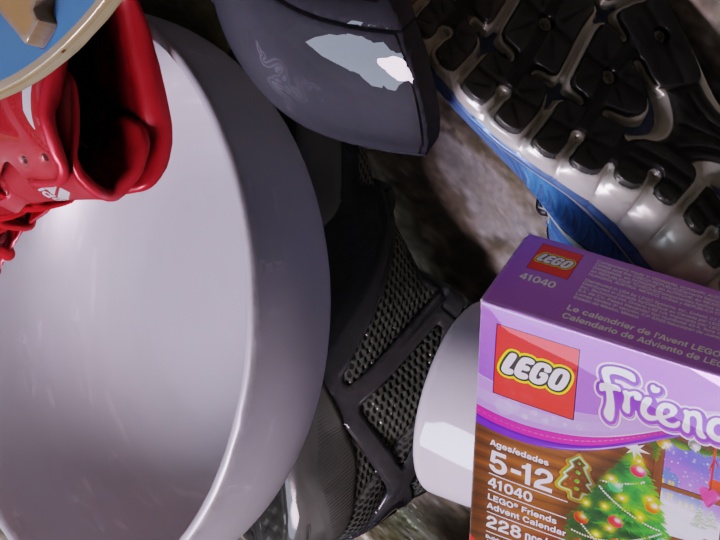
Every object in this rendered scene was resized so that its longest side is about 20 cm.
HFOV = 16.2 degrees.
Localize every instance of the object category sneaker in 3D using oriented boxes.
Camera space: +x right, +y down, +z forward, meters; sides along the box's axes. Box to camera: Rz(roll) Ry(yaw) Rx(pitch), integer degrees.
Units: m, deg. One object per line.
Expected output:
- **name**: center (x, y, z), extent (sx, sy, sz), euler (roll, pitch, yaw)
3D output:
- **sneaker**: center (0.000, 0.000, 0.949), extent (0.076, 0.114, 0.201), euler (14, 114, 51)
- **sneaker**: center (-0.129, -0.026, 0.840), extent (0.116, 0.078, 0.201), euler (44, 125, 44)
- **sneaker**: center (0.071, -0.033, 0.775), extent (0.200, 0.079, 0.089), euler (46, 154, -4)

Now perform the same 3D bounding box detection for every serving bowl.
- **serving bowl**: center (-0.070, 0.010, 0.878), extent (0.200, 0.066, 0.201), euler (0, 90, 51)

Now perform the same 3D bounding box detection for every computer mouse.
- **computer mouse**: center (-0.029, -0.084, 0.793), extent (0.141, 0.046, 0.200), euler (80, 166, -50)

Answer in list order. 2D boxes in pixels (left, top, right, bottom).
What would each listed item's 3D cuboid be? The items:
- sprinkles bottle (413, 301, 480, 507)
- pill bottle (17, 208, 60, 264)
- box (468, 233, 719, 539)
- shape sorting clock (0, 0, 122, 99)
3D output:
- **sprinkles bottle**: center (0.118, 0.068, 0.815), extent (0.199, 0.068, 0.068), euler (17, 147, 21)
- **pill bottle**: center (-0.154, -0.064, 1.044), extent (0.199, 0.116, 0.117), euler (24, 149, 40)
- **box**: center (0.128, 0.079, 0.740), extent (0.199, 0.039, 0.137), euler (17, 132, 20)
- **shape sorting clock**: center (-0.115, -0.150, 0.782), extent (0.199, 0.201, 0.039), euler (24, -170, 40)
